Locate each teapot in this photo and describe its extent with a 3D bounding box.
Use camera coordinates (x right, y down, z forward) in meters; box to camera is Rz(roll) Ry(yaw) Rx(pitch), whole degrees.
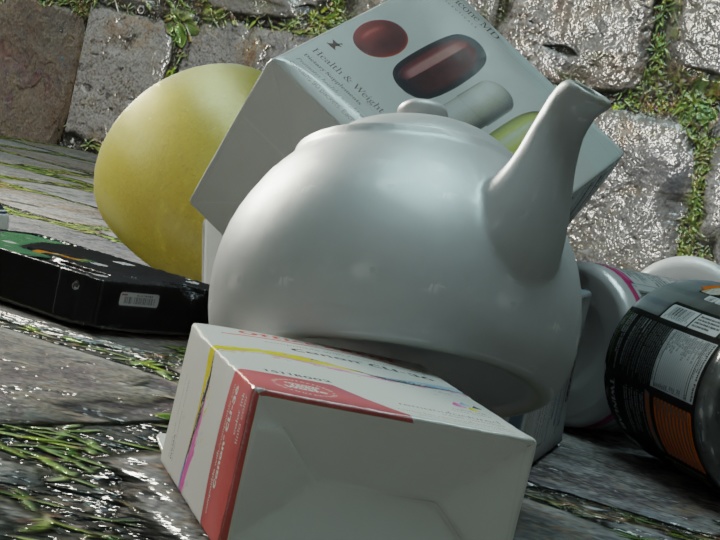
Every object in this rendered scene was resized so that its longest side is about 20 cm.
[{"bbox_3d":[0.019,-0.014,0.925,0.199,0.147,0.198,4,-17,7],"label":"teapot"}]

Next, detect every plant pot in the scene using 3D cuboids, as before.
[{"bbox_3d":[-0.112,-0.056,1.602,0.199,0.201,0.142,9,30,-38],"label":"plant pot"}]

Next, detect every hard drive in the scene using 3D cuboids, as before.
[{"bbox_3d":[-0.209,0.006,1.311,0.199,0.038,0.139,16,5,34],"label":"hard drive"}]

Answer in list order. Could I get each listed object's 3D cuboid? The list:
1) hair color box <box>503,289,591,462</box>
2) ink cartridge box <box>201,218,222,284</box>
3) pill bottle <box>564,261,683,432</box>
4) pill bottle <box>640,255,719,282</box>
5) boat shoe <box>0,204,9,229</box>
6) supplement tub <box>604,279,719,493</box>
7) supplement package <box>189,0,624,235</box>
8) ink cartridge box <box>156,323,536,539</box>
[{"bbox_3d":[0.087,0.057,1.092,0.060,0.100,0.200,13,4,14],"label":"hair color box"},{"bbox_3d":[0.000,0.000,1.418,0.199,0.084,0.145,-1,3,-36],"label":"ink cartridge box"},{"bbox_3d":[0.212,0.061,1.320,0.199,0.114,0.113,10,5,-41],"label":"pill bottle"},{"bbox_3d":[0.286,0.056,1.563,0.110,0.111,0.200,14,-3,21],"label":"pill bottle"},{"bbox_3d":[-0.407,-0.096,1.706,0.199,0.091,0.071,14,4,17],"label":"boat shoe"},{"bbox_3d":[0.237,0.076,1.130,0.122,0.123,0.200,11,5,-16],"label":"supplement tub"},{"bbox_3d":[0.034,-0.064,1.266,0.191,0.147,0.200,44,41,10],"label":"supplement package"},{"bbox_3d":[-0.016,0.071,0.787,0.116,0.068,0.200,12,4,-16],"label":"ink cartridge box"}]
